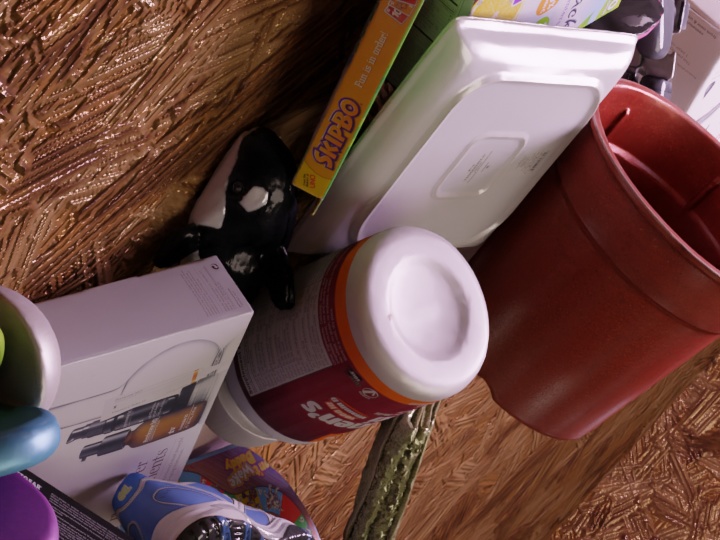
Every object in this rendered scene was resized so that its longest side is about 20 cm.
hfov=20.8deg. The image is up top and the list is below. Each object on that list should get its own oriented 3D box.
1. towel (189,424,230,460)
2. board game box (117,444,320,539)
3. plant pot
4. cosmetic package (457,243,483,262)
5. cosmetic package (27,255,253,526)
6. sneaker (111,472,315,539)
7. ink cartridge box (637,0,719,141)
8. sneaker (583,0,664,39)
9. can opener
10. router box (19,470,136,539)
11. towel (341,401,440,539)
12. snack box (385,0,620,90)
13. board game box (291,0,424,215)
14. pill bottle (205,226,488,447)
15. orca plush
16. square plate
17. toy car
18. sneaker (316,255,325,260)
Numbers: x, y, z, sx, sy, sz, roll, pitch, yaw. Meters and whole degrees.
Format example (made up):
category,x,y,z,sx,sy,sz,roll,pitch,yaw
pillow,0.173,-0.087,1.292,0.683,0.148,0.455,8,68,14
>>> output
category,x,y,z,sx,sy,sz,roll,pitch,yaw
towel,-0.145,0.145,1.411,0.201,0.032,0.191,-54,161,22
board game box,-0.080,0.198,1.350,0.039,0.159,0.199,-29,171,37
plant pot,0.172,0.004,1.390,0.195,0.201,0.200,-45,166,28
cosmetic package,0.137,-0.075,1.537,0.200,0.071,0.106,-33,157,-40
cosmetic package,-0.162,0.089,1.166,0.150,0.052,0.201,-14,146,-35
sneaker,-0.088,0.171,1.244,0.076,0.077,0.200,-52,153,-6
ink cartridge box,0.273,-0.169,1.639,0.145,0.085,0.201,-32,159,-40
sneaker,0.131,-0.142,1.374,0.199,0.081,0.086,-26,163,-38
can opener,0.199,-0.132,1.463,0.067,0.053,0.202,1,101,-63
router box,-0.176,0.212,1.151,0.157,0.200,0.052,-37,-154,36
towel,0.025,0.124,1.356,0.149,0.036,0.201,-67,175,-49
snack box,0.110,-0.195,1.239,0.199,0.053,0.143,-33,159,-36
board game box,0.011,-0.129,1.133,0.096,0.030,0.201,-67,-178,-51
pill bottle,-0.020,0.050,1.259,0.109,0.110,0.199,-31,-175,-42
orca plush,-0.077,0.007,1.203,0.105,0.071,0.201,-17,146,-58
square plate,0.071,-0.077,1.259,0.197,0.029,0.200,-3,140,-48
toy car,-0.217,0.112,0.963,0.175,0.150,0.201,-19,147,-56
sneaker,0.000,0.000,1.378,0.076,0.081,0.201,-34,139,-32
